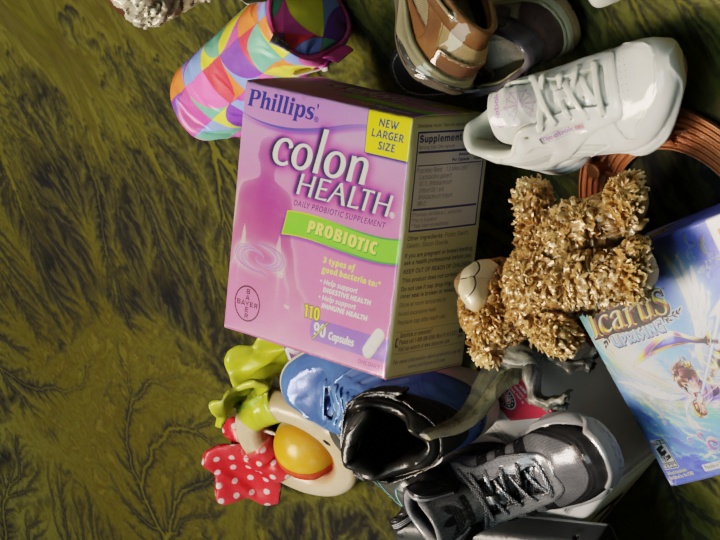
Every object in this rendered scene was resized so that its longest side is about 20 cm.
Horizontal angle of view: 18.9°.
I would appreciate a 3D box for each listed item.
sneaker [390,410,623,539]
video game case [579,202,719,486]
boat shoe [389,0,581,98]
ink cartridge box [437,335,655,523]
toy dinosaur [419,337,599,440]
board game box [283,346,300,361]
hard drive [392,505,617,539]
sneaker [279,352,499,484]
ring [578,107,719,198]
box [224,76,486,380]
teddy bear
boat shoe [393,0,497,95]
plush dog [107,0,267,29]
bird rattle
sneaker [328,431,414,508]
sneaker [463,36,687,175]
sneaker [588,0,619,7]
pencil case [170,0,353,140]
[{"bbox_3d":[0.106,0.169,1.644,0.199,0.113,0.076,-18,101,52],"label":"sneaker"},{"bbox_3d":[0.254,0.053,1.554,0.200,0.045,0.182,-25,94,55],"label":"video game case"},{"bbox_3d":[0.079,-0.164,1.621,0.199,0.065,0.072,-6,112,53],"label":"boat shoe"},{"bbox_3d":[0.143,0.148,1.752,0.145,0.083,0.200,48,143,14],"label":"ink cartridge box"},{"bbox_3d":[0.129,0.068,1.647,0.088,0.201,0.048,24,152,15],"label":"toy dinosaur"},{"bbox_3d":[0.000,0.000,1.756,0.200,0.032,0.121,-35,68,37],"label":"board game box"},{"bbox_3d":[0.131,0.257,1.748,0.199,0.033,0.140,1,127,37],"label":"hard drive"},{"bbox_3d":[-0.002,0.110,1.694,0.198,0.111,0.077,10,114,33],"label":"sneaker"},{"bbox_3d":[0.233,-0.026,1.576,0.200,0.019,0.202,29,134,35],"label":"ring"},{"bbox_3d":[-0.005,-0.037,1.675,0.175,0.096,0.202,16,105,39],"label":"box"},{"bbox_3d":[0.137,-0.002,1.557,0.199,0.066,0.147,-4,81,49],"label":"teddy bear"},{"bbox_3d":[0.058,-0.222,1.560,0.074,0.075,0.201,-47,47,41],"label":"boat shoe"},{"bbox_3d":[-0.131,-0.311,1.708,0.159,0.201,0.173,-6,125,16],"label":"plush dog"},{"bbox_3d":[-0.075,0.163,2.019,0.162,0.113,0.201,20,135,19],"label":"bird rattle"},{"bbox_3d":[0.045,0.190,1.908,0.200,0.075,0.080,37,144,26],"label":"sneaker"},{"bbox_3d":[0.152,-0.111,1.537,0.200,0.099,0.076,-27,66,53],"label":"sneaker"},{"bbox_3d":[0.113,-0.248,1.522,0.199,0.075,0.081,33,146,32],"label":"sneaker"},{"bbox_3d":[-0.084,-0.174,1.798,0.089,0.088,0.200,59,146,-1],"label":"pencil case"}]
